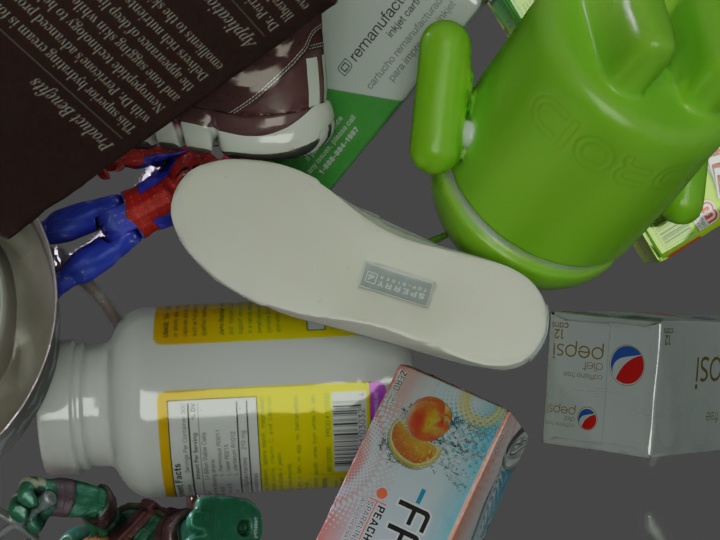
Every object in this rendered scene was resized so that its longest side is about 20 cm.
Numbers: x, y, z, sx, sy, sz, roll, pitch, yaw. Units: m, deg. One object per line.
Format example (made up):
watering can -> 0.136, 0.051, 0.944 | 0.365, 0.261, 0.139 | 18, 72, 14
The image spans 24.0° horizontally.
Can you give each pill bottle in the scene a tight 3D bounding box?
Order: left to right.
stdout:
pill bottle -> -0.071, 0.069, 0.920 | 0.199, 0.104, 0.105 | -2, 90, -2

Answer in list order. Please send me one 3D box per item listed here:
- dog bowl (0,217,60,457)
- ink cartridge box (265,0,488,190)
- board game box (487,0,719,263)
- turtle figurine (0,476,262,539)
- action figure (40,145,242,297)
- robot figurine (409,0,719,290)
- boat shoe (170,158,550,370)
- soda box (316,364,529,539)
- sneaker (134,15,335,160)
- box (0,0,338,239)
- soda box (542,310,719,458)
dog bowl -> -0.246, 0.029, 0.869 | 0.199, 0.059, 0.201 | -2, 71, 5
ink cartridge box -> -0.049, -0.159, 0.913 | 0.200, 0.083, 0.147 | 39, 109, -1
board game box -> 0.156, -0.115, 0.960 | 0.101, 0.048, 0.200 | -31, 92, -3
turtle figurine -> -0.126, 0.162, 0.889 | 0.101, 0.200, 0.150 | -39, 112, -40
action figure -> -0.141, -0.023, 0.924 | 0.199, 0.099, 0.065 | -28, 92, -5
robot figurine -> 0.110, -0.068, 0.860 | 0.175, 0.200, 0.116 | 8, 51, -25
boat shoe -> 0.000, 0.000, 0.866 | 0.199, 0.069, 0.072 | 15, 79, 3
soda box -> 0.011, 0.152, 0.824 | 0.063, 0.068, 0.201 | 23, 80, 19
sneaker -> -0.110, -0.122, 0.860 | 0.199, 0.076, 0.116 | 3, 105, 2
box -> -0.150, -0.158, 0.757 | 0.200, 0.166, 0.165 | -33, 55, 8
soda box -> 0.175, 0.058, 0.891 | 0.063, 0.200, 0.068 | 5, 91, 38
